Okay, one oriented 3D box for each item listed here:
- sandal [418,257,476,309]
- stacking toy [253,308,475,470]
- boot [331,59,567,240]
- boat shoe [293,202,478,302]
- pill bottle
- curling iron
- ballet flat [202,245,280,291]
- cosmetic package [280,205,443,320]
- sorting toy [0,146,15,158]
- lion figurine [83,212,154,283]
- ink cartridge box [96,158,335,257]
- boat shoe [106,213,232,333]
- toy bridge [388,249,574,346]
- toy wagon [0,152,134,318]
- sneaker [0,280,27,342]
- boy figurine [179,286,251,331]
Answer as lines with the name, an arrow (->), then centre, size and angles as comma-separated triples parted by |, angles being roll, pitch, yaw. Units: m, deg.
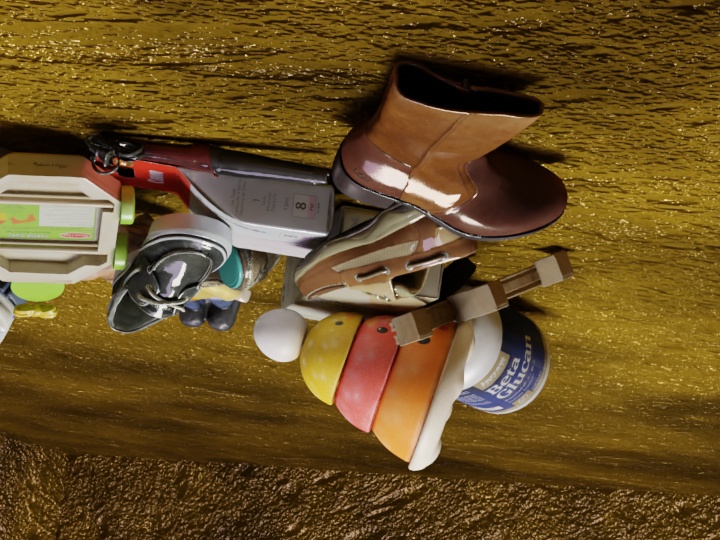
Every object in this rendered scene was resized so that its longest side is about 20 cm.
sandal -> 0.045, 0.064, 1.874 | 0.048, 0.075, 0.200 | 45, 123, -5
stacking toy -> -0.005, 0.086, 1.791 | 0.199, 0.147, 0.146 | 19, 169, 2
boot -> 0.088, -0.091, 1.388 | 0.187, 0.069, 0.200 | 18, 159, -11
boat shoe -> 0.020, -0.008, 1.606 | 0.075, 0.074, 0.200 | -28, 179, -41
pill bottle -> 0.108, 0.076, 2.001 | 0.110, 0.112, 0.200 | 1, 167, 29
curling iron -> -0.124, -0.083, 1.561 | 0.198, 0.026, 0.050 | 8, -150, 2
ballet flat -> -0.119, -0.016, 1.859 | 0.075, 0.068, 0.200 | -11, -177, -25
cosmetic package -> 0.000, 0.000, 1.801 | 0.104, 0.072, 0.200 | 9, 169, -13
sorting toy -> -0.427, -0.086, 1.676 | 0.199, 0.070, 0.198 | -2, 165, 39
lion figurine -> -0.235, -0.037, 1.764 | 0.121, 0.073, 0.200 | -9, 164, 5
ink cartridge box -> -0.126, -0.053, 1.667 | 0.198, 0.058, 0.163 | 4, 174, -5
boat shoe -> -0.165, 0.009, 1.693 | 0.072, 0.071, 0.200 | 19, 156, -18
toy bridge -> 0.103, 0.027, 1.738 | 0.199, 0.027, 0.067 | -21, 179, -37
toy wagon -> -0.276, -0.028, 1.674 | 0.154, 0.040, 0.200 | 2, 146, -11
sneaker -> -0.315, 0.005, 1.847 | 0.199, 0.148, 0.080 | 17, 166, -36
boy figurine -> -0.177, 0.016, 2.025 | 0.123, 0.065, 0.200 | 8, 172, 12
